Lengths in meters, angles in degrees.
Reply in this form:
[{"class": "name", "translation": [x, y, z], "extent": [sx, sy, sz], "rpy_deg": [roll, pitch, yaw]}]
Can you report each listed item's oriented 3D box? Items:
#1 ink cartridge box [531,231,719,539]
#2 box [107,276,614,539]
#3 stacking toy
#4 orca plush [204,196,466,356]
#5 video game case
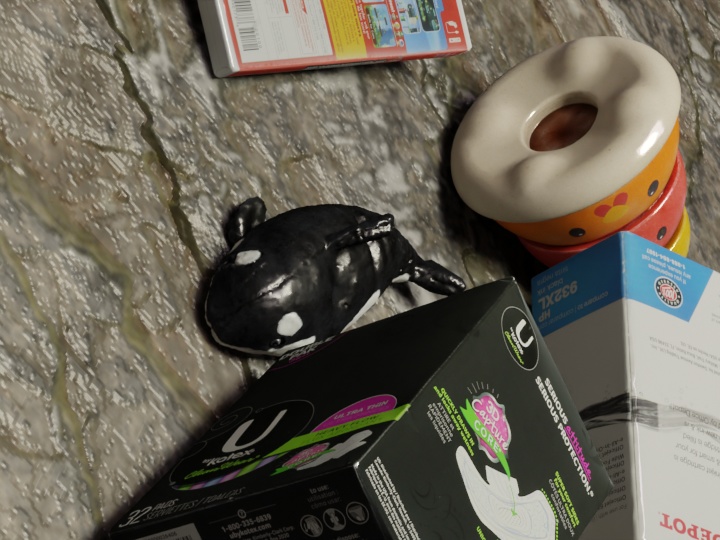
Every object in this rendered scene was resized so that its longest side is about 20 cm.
[{"class": "ink cartridge box", "translation": [0.178, 0.099, 1.623], "extent": [0.145, 0.084, 0.200], "rpy_deg": [23, 54, -36]}, {"class": "box", "translation": [0.005, 0.113, 1.333], "extent": [0.124, 0.148, 0.200], "rpy_deg": [64, 33, -13]}, {"class": "stacking toy", "translation": [0.156, -0.030, 1.697], "extent": [0.200, 0.146, 0.146], "rpy_deg": [56, 30, -37]}, {"class": "orca plush", "translation": [0.000, 0.000, 1.490], "extent": [0.200, 0.071, 0.105], "rpy_deg": [6, 62, -52]}, {"class": "video game case", "translation": [-0.022, -0.186, 1.595], "extent": [0.200, 0.017, 0.143], "rpy_deg": [-9, 85, -46]}]
